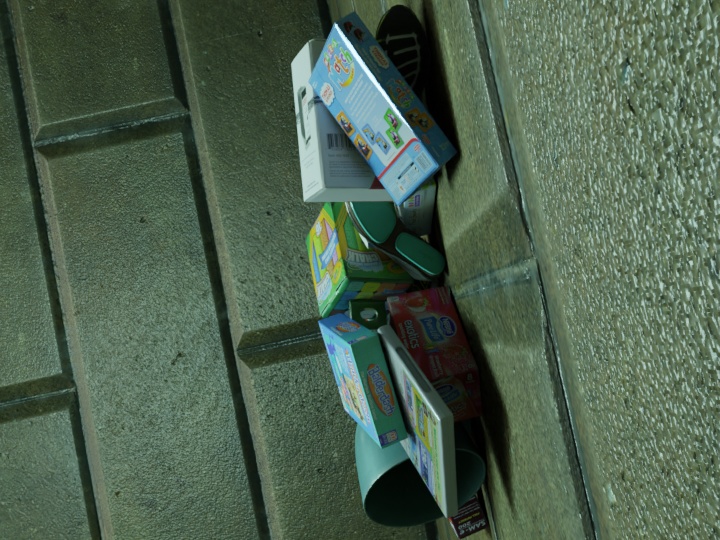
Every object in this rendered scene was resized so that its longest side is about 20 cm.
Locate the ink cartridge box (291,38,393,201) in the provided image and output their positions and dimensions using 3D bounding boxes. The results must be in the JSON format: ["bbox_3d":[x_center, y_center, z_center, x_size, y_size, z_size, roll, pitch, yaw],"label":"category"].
[{"bbox_3d":[-0.009,-0.201,1.120,0.083,0.145,0.204,159,107,-65],"label":"ink cartridge box"}]

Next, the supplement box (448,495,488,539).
[{"bbox_3d":[0.154,0.359,1.439,0.109,0.060,0.202,84,162,-81],"label":"supplement box"}]

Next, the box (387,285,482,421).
[{"bbox_3d":[0.107,0.124,1.209,0.201,0.098,0.097,-103,3,-54],"label":"box"}]

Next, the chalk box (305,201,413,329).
[{"bbox_3d":[0.000,0.000,1.322,0.124,0.123,0.202,124,139,-49],"label":"chalk box"}]

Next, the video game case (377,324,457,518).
[{"bbox_3d":[0.077,0.201,1.092,0.183,0.022,0.202,-126,22,-47],"label":"video game case"}]

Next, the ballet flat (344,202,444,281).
[{"bbox_3d":[0.041,-0.050,1.244,0.200,0.068,0.068,43,154,-12],"label":"ballet flat"}]

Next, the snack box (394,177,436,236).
[{"bbox_3d":[0.074,-0.150,1.262,0.200,0.052,0.144,81,178,-73],"label":"snack box"}]

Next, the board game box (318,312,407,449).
[{"bbox_3d":[0.000,0.153,1.184,0.200,0.044,0.154,-157,50,-73],"label":"board game box"}]

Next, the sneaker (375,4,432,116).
[{"bbox_3d":[0.053,-0.240,1.028,0.082,0.073,0.202,-98,0,-49],"label":"sneaker"}]

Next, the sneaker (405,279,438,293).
[{"bbox_3d":[0.086,0.033,1.366,0.084,0.074,0.202,3,-121,-45],"label":"sneaker"}]

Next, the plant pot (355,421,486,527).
[{"bbox_3d":[0.080,0.281,1.301,0.162,0.198,0.202,-111,7,-45],"label":"plant pot"}]

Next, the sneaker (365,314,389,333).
[{"bbox_3d":[0.018,0.132,1.435,0.108,0.066,0.204,-41,-46,-50],"label":"sneaker"}]

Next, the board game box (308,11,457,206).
[{"bbox_3d":[0.021,-0.189,0.989,0.201,0.036,0.151,53,160,1],"label":"board game box"}]

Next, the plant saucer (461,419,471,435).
[{"bbox_3d":[0.150,0.192,1.414,0.200,0.035,0.203,168,90,-88],"label":"plant saucer"}]
